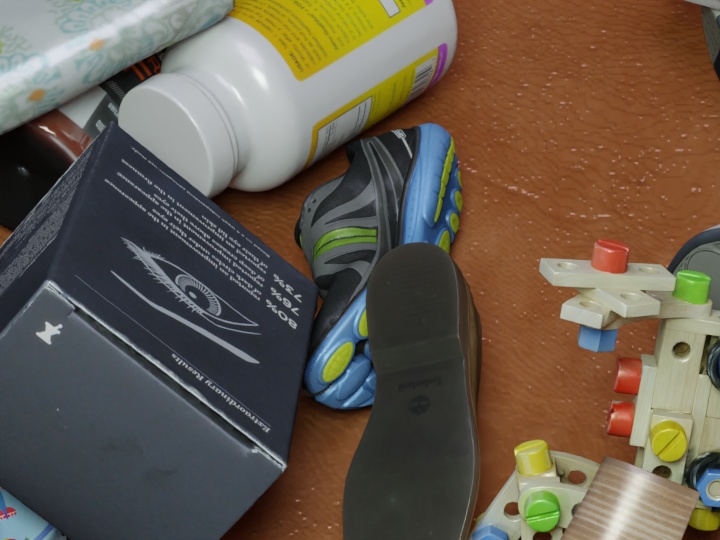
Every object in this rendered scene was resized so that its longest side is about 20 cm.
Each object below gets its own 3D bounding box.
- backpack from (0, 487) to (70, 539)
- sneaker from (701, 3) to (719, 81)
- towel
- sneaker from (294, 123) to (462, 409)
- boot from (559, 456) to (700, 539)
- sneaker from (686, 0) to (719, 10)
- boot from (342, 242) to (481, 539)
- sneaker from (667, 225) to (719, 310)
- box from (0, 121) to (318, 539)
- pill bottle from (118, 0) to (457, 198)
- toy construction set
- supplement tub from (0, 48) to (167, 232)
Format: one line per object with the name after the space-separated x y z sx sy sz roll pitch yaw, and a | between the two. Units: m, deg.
-0.222 0.123 1.345 0.199 0.135 0.183 -24 51 -21 | backpack
0.287 -0.101 1.544 0.145 0.077 0.203 -10 47 -1 | sneaker
-0.186 -0.158 1.514 0.171 0.048 0.200 -31 43 -13 | towel
0.000 -0.001 1.490 0.082 0.071 0.200 -2 45 22 | sneaker
0.170 0.192 1.267 0.199 0.074 0.156 21 87 9 | boot
0.235 -0.178 1.529 0.199 0.071 0.073 17 52 41 | sneaker
0.038 0.092 1.397 0.073 0.075 0.201 -4 66 22 | boot
0.257 -0.026 1.422 0.146 0.202 0.077 -27 83 -38 | sneaker
-0.113 0.041 1.343 0.148 0.104 0.200 39 22 -12 | box
-0.042 -0.112 1.540 0.104 0.105 0.200 31 46 28 | pill bottle
0.127 0.070 1.334 0.130 0.201 0.092 8 32 1 | toy construction set
-0.152 -0.118 1.574 0.106 0.107 0.201 15 51 18 | supplement tub
